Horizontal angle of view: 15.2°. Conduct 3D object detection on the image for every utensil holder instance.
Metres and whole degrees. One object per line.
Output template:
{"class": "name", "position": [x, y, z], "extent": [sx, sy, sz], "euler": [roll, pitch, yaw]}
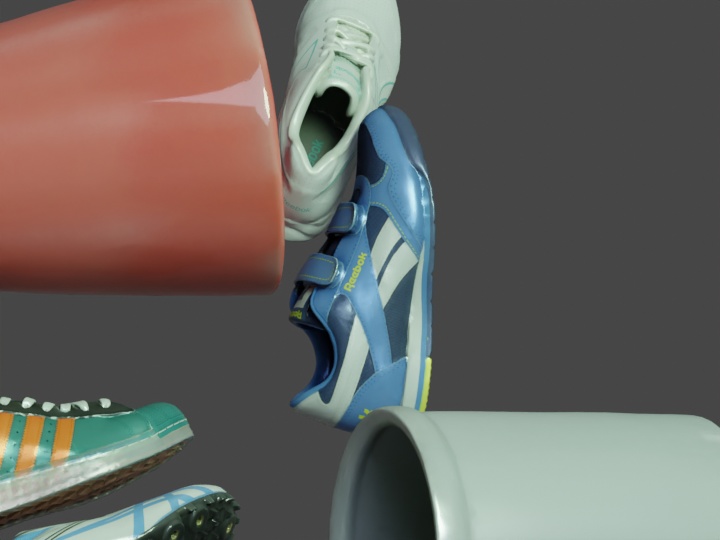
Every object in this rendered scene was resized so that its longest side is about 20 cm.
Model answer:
{"class": "utensil holder", "position": [0.103, 0.160, 1.523], "extent": [0.199, 0.170, 0.171], "euler": [0, 66, -22]}

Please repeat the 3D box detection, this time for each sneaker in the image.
{"class": "sneaker", "position": [-0.011, -0.116, 1.666], "extent": [0.070, 0.080, 0.201], "euler": [19, 59, -7]}
{"class": "sneaker", "position": [0.000, 0.000, 1.595], "extent": [0.082, 0.074, 0.201], "euler": [3, 83, -8]}
{"class": "sneaker", "position": [-0.154, 0.162, 1.494], "extent": [0.200, 0.072, 0.072], "euler": [-23, 44, -34]}
{"class": "sneaker", "position": [-0.193, 0.097, 1.505], "extent": [0.199, 0.071, 0.080], "euler": [-16, 76, -23]}

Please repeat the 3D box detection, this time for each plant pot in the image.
{"class": "plant pot", "position": [-0.148, -0.071, 1.542], "extent": [0.177, 0.201, 0.201], "euler": [-8, 68, -11]}
